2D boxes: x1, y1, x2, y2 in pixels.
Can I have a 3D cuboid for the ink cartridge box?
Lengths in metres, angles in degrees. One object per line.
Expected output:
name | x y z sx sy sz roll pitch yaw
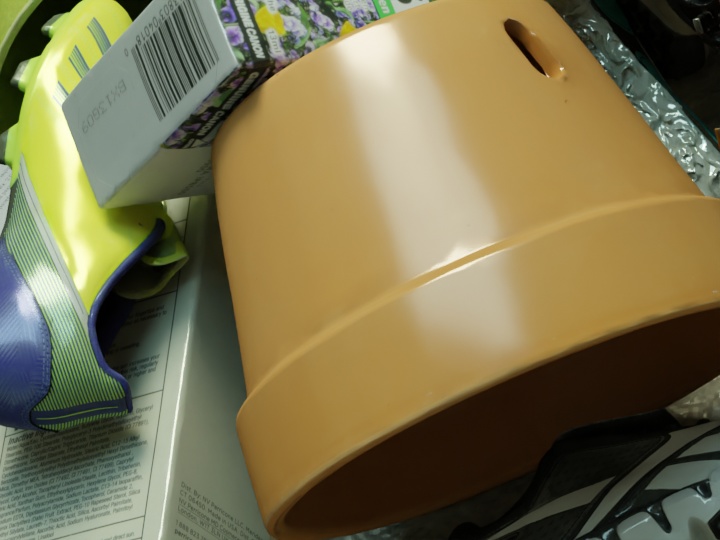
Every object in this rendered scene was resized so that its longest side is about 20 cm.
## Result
ink cartridge box | -0.003 -0.079 0.902 0.200 0.109 0.050 -9 70 -40

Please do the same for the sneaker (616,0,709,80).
sneaker | 0.117 -0.175 1.089 0.093 0.070 0.200 -32 55 -10

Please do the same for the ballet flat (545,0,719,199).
ballet flat | 0.094 -0.081 0.982 0.072 0.072 0.200 -30 66 -6

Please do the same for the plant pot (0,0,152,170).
plant pot | -0.102 -0.160 1.091 0.187 0.187 0.200 -24 53 2

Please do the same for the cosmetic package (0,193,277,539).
cosmetic package | -0.086 0.051 0.931 0.103 0.073 0.201 -16 50 31

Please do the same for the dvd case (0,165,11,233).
dvd case | -0.200 -0.054 1.189 0.200 0.025 0.150 11 52 36

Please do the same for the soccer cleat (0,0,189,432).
soccer cleat | -0.103 -0.023 0.915 0.083 0.065 0.201 4 54 7

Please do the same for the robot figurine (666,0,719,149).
robot figurine | 0.187 -0.065 0.853 0.145 0.200 0.058 1 46 30

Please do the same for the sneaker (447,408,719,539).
sneaker | 0.112 0.079 0.841 0.200 0.067 0.091 -30 42 -1

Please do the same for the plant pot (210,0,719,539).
plant pot | 0.033 -0.006 0.838 0.200 0.200 0.140 -24 76 2
